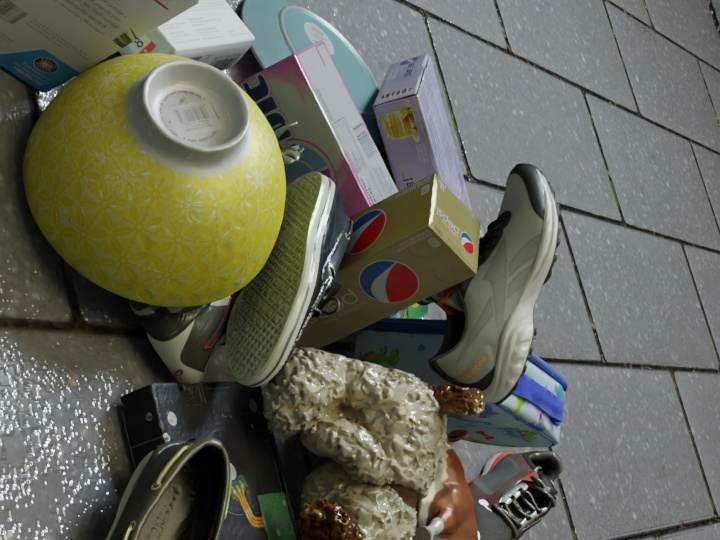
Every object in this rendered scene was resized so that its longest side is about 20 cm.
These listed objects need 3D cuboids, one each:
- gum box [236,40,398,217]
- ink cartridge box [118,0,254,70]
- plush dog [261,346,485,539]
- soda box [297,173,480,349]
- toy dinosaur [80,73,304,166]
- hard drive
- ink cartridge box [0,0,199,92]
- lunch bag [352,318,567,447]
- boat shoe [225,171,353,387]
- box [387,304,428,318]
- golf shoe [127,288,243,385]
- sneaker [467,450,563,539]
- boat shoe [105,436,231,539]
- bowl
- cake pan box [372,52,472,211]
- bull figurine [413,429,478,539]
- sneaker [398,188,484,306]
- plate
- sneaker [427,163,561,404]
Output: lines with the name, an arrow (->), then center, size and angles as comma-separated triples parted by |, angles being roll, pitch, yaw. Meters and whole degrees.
gum box -> -0.044, -0.084, 1.265 | 0.201, 0.113, 0.066 | 63, 29, -7
ink cartridge box -> -0.193, -0.250, 1.205 | 0.200, 0.050, 0.162 | 49, 22, 4
plush dog -> 0.009, 0.167, 1.130 | 0.200, 0.159, 0.173 | 48, 51, -68
soda box -> 0.000, 0.000, 1.190 | 0.068, 0.199, 0.064 | 43, 36, -31
toy dinosaur -> -0.151, -0.103, 1.152 | 0.199, 0.077, 0.103 | 26, 36, -7
hard drive -> -0.101, 0.182, 1.058 | 0.139, 0.038, 0.202 | 4, 66, -59
ink cartridge box -> -0.193, -0.217, 1.011 | 0.116, 0.199, 0.067 | 35, 41, -45
lunch bag -> 0.094, 0.103, 1.304 | 0.200, 0.160, 0.083 | 34, 64, -54
boat shoe -> -0.049, 0.012, 1.111 | 0.062, 0.074, 0.201 | 50, 40, -33
box -> -0.002, -0.036, 1.377 | 0.117, 0.048, 0.201 | -22, 87, -63
golf shoe -> -0.117, 0.008, 1.138 | 0.200, 0.077, 0.089 | -52, 133, -53
sneaker -> 0.149, 0.225, 1.415 | 0.077, 0.081, 0.200 | 62, 28, -10
boat shoe -> -0.136, 0.198, 0.928 | 0.072, 0.060, 0.203 | 33, 53, -23
bowl -> -0.133, -0.087, 1.031 | 0.199, 0.108, 0.202 | 14, 54, -20
cake pan box -> 0.068, -0.113, 1.469 | 0.200, 0.052, 0.186 | -74, 150, -68
bull figurine -> 0.064, 0.232, 1.242 | 0.121, 0.065, 0.202 | -41, 124, -56
sneaker -> 0.076, -0.003, 1.304 | 0.088, 0.074, 0.200 | 58, -9, -34
plate -> -0.035, -0.199, 1.404 | 0.200, 0.026, 0.201 | 37, 29, -25
sneaker -> 0.110, 0.003, 1.175 | 0.079, 0.074, 0.202 | 19, 75, -12
